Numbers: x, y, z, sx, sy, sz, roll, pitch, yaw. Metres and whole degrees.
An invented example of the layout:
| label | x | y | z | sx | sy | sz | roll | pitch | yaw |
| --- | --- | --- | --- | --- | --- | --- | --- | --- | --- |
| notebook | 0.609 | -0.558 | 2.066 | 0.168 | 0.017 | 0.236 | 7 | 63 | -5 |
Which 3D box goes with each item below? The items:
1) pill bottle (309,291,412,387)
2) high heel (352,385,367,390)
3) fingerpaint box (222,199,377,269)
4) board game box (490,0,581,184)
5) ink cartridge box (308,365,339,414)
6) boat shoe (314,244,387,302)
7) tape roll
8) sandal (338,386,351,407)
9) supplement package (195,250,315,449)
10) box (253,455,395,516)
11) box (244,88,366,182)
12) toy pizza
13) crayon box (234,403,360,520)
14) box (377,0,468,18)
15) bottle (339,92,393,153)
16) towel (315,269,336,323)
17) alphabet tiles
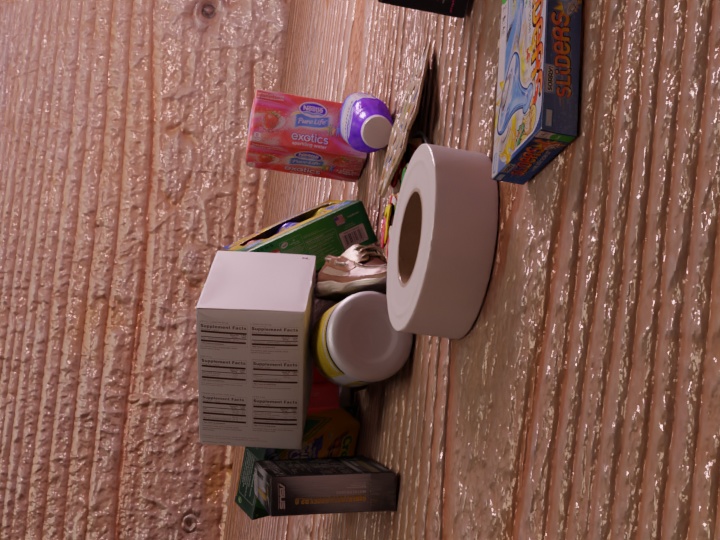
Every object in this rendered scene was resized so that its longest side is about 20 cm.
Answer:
| label | x | y | z | sx | sy | sz | roll | pitch | yaw |
| --- | --- | --- | --- | --- | --- | --- | --- | --- | --- |
| pill bottle | -0.006 | 0.094 | 1.534 | 0.200 | 0.110 | 0.114 | 146 | 131 | -75 |
| high heel | -0.012 | 0.066 | 1.694 | 0.096 | 0.066 | 0.203 | -128 | 42 | -61 |
| fingerpaint box | -0.097 | -0.041 | 1.809 | 0.074 | 0.198 | 0.167 | 68 | 164 | -10 |
| board game box | 0.160 | -0.196 | 1.065 | 0.135 | 0.034 | 0.203 | 130 | 146 | -71 |
| ink cartridge box | -0.089 | 0.236 | 1.774 | 0.068 | 0.114 | 0.203 | -99 | 8 | -60 |
| boat shoe | 0.000 | 0.000 | 1.544 | 0.199 | 0.075 | 0.073 | -6 | 74 | 56 |
| tape roll | 0.084 | -0.031 | 1.261 | 0.202 | 0.070 | 0.206 | -173 | 90 | -79 |
| sandal | -0.053 | 0.190 | 1.883 | 0.203 | 0.049 | 0.084 | 135 | 142 | -71 |
| supplement package | -0.139 | 0.104 | 1.608 | 0.192 | 0.144 | 0.203 | -84 | -4 | -67 |
| box | -0.051 | 0.275 | 1.511 | 0.200 | 0.156 | 0.049 | 168 | 102 | -78 |
| box | -0.089 | -0.226 | 1.980 | 0.095 | 0.197 | 0.104 | 118 | 159 | -66 |
| toy pizza | 0.055 | -0.084 | 1.555 | 0.200 | 0.031 | 0.204 | -172 | 90 | -79 |
| crayon box | -0.076 | 0.271 | 1.685 | 0.051 | 0.198 | 0.128 | 33 | 120 | 43 |
| box | 0.089 | -0.424 | 1.407 | 0.133 | 0.113 | 0.203 | -100 | 22 | -62 |
| bottle | 0.010 | -0.223 | 1.806 | 0.200 | 0.064 | 0.085 | -121 | 39 | -73 |
| towel | -0.086 | 0.079 | 1.836 | 0.200 | 0.085 | 0.168 | -43 | -27 | -55 |
| alphabet tiles | 0.059 | -0.202 | 1.586 | 0.167 | 0.006 | 0.202 | 116 | 170 | -51 |
